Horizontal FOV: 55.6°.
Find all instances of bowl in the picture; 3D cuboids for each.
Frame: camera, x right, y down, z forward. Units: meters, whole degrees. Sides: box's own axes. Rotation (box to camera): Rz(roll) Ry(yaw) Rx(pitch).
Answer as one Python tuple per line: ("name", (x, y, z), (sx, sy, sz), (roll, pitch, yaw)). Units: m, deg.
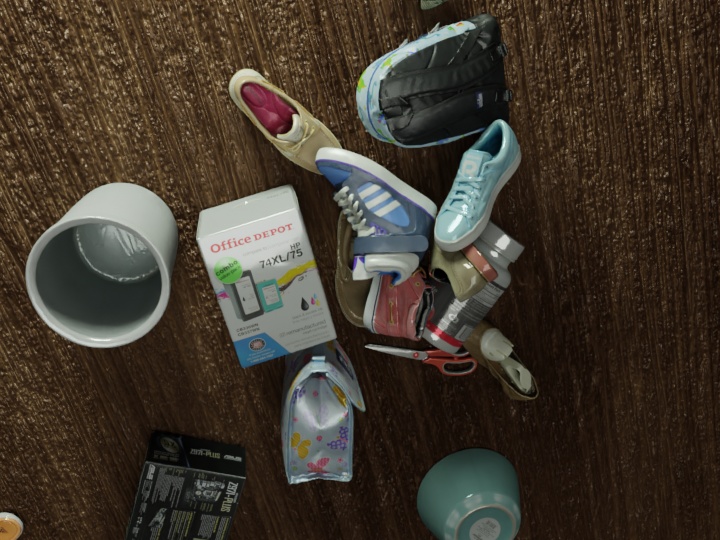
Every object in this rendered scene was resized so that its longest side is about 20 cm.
("bowl", (0.209, 0.436, 1.231), (0.198, 0.105, 0.204), (-3, 110, -9))

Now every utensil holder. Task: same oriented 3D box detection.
("utensil holder", (-0.333, -0.017, 0.916), (0.167, 0.200, 0.172), (-3, 110, -9))

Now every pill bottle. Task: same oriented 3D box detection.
("pill bottle", (0.164, 0.020, 1.066), (0.110, 0.111, 0.201), (32, 102, -19))

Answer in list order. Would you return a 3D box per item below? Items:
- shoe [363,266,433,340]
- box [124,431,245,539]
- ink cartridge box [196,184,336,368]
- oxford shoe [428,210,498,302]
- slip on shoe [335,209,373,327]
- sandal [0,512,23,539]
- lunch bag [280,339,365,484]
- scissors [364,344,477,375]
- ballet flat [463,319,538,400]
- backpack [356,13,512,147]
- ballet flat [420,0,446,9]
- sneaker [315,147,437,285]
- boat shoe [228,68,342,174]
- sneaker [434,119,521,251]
("shoe", (0.070, 0.002, 1.026), (0.090, 0.071, 0.203), (11, 87, 28))
("box", (-0.292, 0.386, 1.132), (0.162, 0.086, 0.202), (14, 107, -14))
("ink cartridge box", (-0.135, 0.003, 0.987), (0.145, 0.146, 0.202), (-17, 112, -4))
("oxford shoe", (0.118, -0.029, 0.992), (0.075, 0.200, 0.070), (-44, 125, 6))
("slip on shoe", (0.000, 0.000, 1.056), (0.075, 0.061, 0.203), (-3, 110, -9))
("sandal", (-0.651, 0.468, 1.113), (0.205, 0.059, 0.080), (-33, 112, 3))
("lunch bag", (-0.062, 0.198, 1.059), (0.125, 0.170, 0.203), (-2, 110, -8))
("scissors", (0.104, 0.150, 1.155), (0.197, 0.014, 0.074), (-4, 112, -10))
("ballet flat", (0.239, 0.150, 1.144), (0.068, 0.072, 0.201), (-45, 112, -18))
("backpack", (0.093, -0.247, 0.945), (0.199, 0.153, 0.165), (-33, 123, -27))
("ballet flat", (0.053, -0.440, 0.906), (0.075, 0.068, 0.201), (-27, 115, 18))
("sneaker", (0.003, -0.064, 0.949), (0.198, 0.080, 0.148), (28, 77, -13))
("boat shoe", (-0.101, -0.200, 0.959), (0.199, 0.069, 0.074), (36, 100, -21))
("sneaker", (0.151, -0.124, 0.940), (0.201, 0.073, 0.082), (-59, 141, -19))
